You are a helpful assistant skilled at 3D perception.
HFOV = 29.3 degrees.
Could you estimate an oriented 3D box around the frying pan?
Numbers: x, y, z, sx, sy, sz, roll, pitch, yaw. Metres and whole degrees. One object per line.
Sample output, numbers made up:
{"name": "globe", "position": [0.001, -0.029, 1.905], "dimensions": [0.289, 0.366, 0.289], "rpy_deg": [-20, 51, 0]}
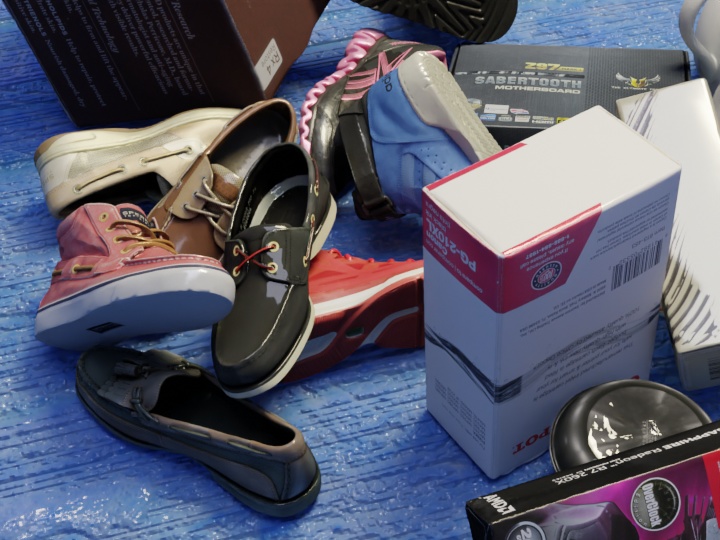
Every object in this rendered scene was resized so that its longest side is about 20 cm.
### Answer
{"name": "frying pan", "position": [0.207, 0.126, 0.841], "dimensions": [0.189, 0.031, 0.115], "rpy_deg": [25, 50, 19]}

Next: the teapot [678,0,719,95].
{"name": "teapot", "position": [0.377, -0.212, 1.142], "dimensions": [0.197, 0.146, 0.200], "rpy_deg": [23, 45, 13]}

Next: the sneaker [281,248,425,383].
{"name": "sneaker", "position": [0.000, 0.000, 0.998], "dimensions": [0.199, 0.079, 0.116], "rpy_deg": [-13, 47, -14]}

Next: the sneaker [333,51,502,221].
{"name": "sneaker", "position": [0.058, -0.054, 1.042], "dimensions": [0.111, 0.200, 0.077], "rpy_deg": [-32, 5, 25]}

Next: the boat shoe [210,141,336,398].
{"name": "boat shoe", "position": [-0.066, -0.003, 0.936], "dimensions": [0.073, 0.063, 0.202], "rpy_deg": [-7, 45, 22]}

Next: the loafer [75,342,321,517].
{"name": "loafer", "position": [-0.110, 0.090, 0.917], "dimensions": [0.199, 0.063, 0.072], "rpy_deg": [25, 50, 24]}

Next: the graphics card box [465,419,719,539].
{"name": "graphics card box", "position": [0.169, 0.165, 0.788], "dimensions": [0.199, 0.126, 0.051], "rpy_deg": [-15, 10, -10]}

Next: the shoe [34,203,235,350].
{"name": "shoe", "position": [-0.154, -0.006, 0.933], "dimensions": [0.071, 0.200, 0.091], "rpy_deg": [20, 67, -38]}

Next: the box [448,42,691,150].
{"name": "box", "position": [0.168, -0.131, 1.121], "dimensions": [0.199, 0.051, 0.158], "rpy_deg": [4, 33, 10]}

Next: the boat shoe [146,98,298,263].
{"name": "boat shoe", "position": [-0.109, -0.052, 1.023], "dimensions": [0.076, 0.072, 0.201], "rpy_deg": [30, 66, -6]}

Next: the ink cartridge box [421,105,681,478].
{"name": "ink cartridge box", "position": [0.119, 0.017, 0.893], "dimensions": [0.144, 0.201, 0.084], "rpy_deg": [-26, 47, -23]}

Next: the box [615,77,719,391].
{"name": "box", "position": [0.233, -0.025, 0.957], "dimensions": [0.068, 0.082, 0.201], "rpy_deg": [-14, 62, 10]}

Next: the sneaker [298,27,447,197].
{"name": "sneaker", "position": [0.015, -0.129, 1.124], "dimensions": [0.095, 0.079, 0.200], "rpy_deg": [11, 47, 18]}

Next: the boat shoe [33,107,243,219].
{"name": "boat shoe", "position": [-0.154, -0.080, 1.090], "dimensions": [0.199, 0.072, 0.065], "rpy_deg": [-10, 66, -21]}

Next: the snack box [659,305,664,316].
{"name": "snack box", "position": [0.292, 0.004, 1.017], "dimensions": [0.199, 0.037, 0.116], "rpy_deg": [22, 48, 22]}

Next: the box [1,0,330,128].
{"name": "box", "position": [-0.161, -0.238, 1.141], "dimensions": [0.199, 0.165, 0.166], "rpy_deg": [-4, 40, 26]}

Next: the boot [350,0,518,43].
{"name": "boot", "position": [0.034, -0.275, 1.214], "dimensions": [0.210, 0.080, 0.158], "rpy_deg": [25, 21, -20]}

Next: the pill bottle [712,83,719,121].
{"name": "pill bottle", "position": [0.372, -0.094, 1.049], "dimensions": [0.199, 0.111, 0.111], "rpy_deg": [7, 42, -16]}
